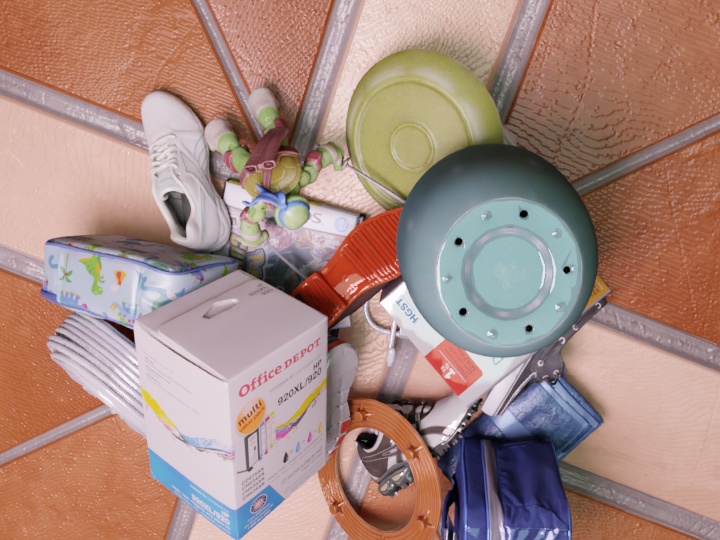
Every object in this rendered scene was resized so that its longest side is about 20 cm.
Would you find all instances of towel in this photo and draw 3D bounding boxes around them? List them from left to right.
[{"bbox_3d":[0.197,0.215,0.935,0.112,0.049,0.200,43,101,-4],"label":"towel"}]

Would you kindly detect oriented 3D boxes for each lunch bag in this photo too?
[{"bbox_3d":[-0.249,0.010,0.861,0.196,0.160,0.084,12,100,20],"label":"lunch bag"},{"bbox_3d":[0.154,0.282,0.825,0.129,0.200,0.139,1,106,7],"label":"lunch bag"}]

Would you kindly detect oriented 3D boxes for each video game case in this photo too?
[{"bbox_3d":[-0.101,0.006,0.929,0.177,0.026,0.204,14,102,1],"label":"video game case"}]

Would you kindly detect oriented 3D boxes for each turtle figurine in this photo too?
[{"bbox_3d":[-0.088,-0.099,0.857,0.145,0.197,0.196,-52,54,29],"label":"turtle figurine"}]

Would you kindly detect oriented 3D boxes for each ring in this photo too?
[{"bbox_3d":[0.015,0.259,0.917,0.197,0.019,0.205,10,105,39],"label":"ring"}]

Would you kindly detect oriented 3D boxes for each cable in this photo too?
[{"bbox_3d":[-0.278,0.131,0.881,0.198,0.201,0.070,27,65,29],"label":"cable"}]

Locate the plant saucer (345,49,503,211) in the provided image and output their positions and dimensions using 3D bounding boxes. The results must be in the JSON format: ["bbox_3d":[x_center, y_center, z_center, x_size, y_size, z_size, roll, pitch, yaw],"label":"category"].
[{"bbox_3d":[0.063,-0.142,0.840,0.196,0.031,0.204,14,120,25],"label":"plant saucer"}]

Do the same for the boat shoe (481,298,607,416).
[{"bbox_3d":[0.222,0.099,0.885,0.066,0.070,0.201,36,83,12],"label":"boat shoe"}]

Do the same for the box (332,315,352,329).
[{"bbox_3d":[-0.107,0.060,0.908,0.195,0.041,0.040,-10,101,6],"label":"box"}]

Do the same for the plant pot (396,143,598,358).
[{"bbox_3d":[0.129,-0.012,0.690,0.195,0.161,0.206,1,101,4],"label":"plant pot"}]

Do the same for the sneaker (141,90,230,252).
[{"bbox_3d":[-0.214,-0.120,0.875,0.069,0.080,0.204,-23,86,19],"label":"sneaker"}]

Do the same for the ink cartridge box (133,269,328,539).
[{"bbox_3d":[-0.130,0.133,0.781,0.143,0.146,0.204,23,126,32],"label":"ink cartridge box"}]

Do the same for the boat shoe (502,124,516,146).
[{"bbox_3d":[0.150,-0.138,0.869,0.066,0.073,0.202,-34,97,-18],"label":"boat shoe"}]

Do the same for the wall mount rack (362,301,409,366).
[{"bbox_3d":[0.102,0.035,0.894,0.195,0.075,0.178,9,99,1],"label":"wall mount rack"}]

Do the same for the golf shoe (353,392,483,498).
[{"bbox_3d":[0.067,0.191,0.916,0.095,0.078,0.200,45,113,6],"label":"golf shoe"}]

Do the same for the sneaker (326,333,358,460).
[{"bbox_3d":[-0.059,0.157,0.902,0.081,0.076,0.204,34,118,35],"label":"sneaker"}]

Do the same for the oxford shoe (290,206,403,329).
[{"bbox_3d":[0.000,0.000,0.840,0.198,0.073,0.072,-36,78,-2],"label":"oxford shoe"}]

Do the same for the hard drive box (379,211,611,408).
[{"bbox_3d":[0.143,0.021,0.816,0.199,0.077,0.156,-42,95,11],"label":"hard drive box"}]
